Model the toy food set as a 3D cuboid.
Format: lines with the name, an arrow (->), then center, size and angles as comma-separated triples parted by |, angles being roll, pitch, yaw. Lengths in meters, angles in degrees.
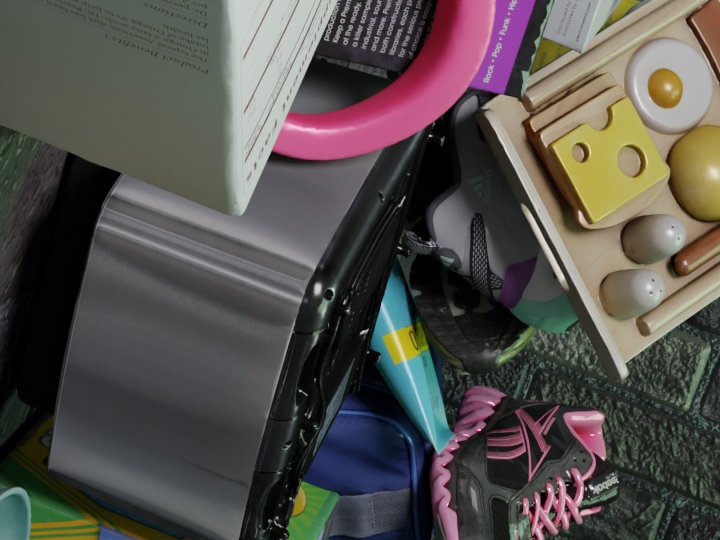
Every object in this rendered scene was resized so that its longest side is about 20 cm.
toy food set -> 0.161, -0.057, 1.330 | 0.200, 0.144, 0.060 | -32, -172, -28

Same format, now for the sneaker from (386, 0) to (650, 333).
sneaker -> 0.080, -0.080, 1.383 | 0.200, 0.140, 0.078 | -67, -173, -32

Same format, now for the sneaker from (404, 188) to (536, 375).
sneaker -> 0.064, 0.020, 1.461 | 0.200, 0.077, 0.089 | -90, 175, -67

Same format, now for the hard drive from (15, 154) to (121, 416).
hard drive -> -0.108, -0.031, 1.351 | 0.200, 0.033, 0.140 | -55, 165, -63

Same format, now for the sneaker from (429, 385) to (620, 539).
sneaker -> 0.090, 0.117, 1.478 | 0.200, 0.095, 0.079 | -63, 154, -65

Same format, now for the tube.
tube -> 0.000, 0.000, 1.413 | 0.050, 0.200, 0.077 | -25, 179, 14

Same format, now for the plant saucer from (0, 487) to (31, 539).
plant saucer -> -0.204, 0.184, 1.226 | 0.200, 0.036, 0.200 | 22, 90, -83

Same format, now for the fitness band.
fitness band -> -0.021, -0.136, 1.169 | 0.200, 0.143, 0.037 | 64, -7, -32

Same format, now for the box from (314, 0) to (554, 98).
box -> 0.002, -0.164, 1.207 | 0.036, 0.200, 0.143 | 48, -56, 58

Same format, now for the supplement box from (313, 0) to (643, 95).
supplement box -> 0.071, -0.112, 1.521 | 0.110, 0.200, 0.109 | 58, 53, -83

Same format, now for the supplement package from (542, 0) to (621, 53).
supplement package -> 0.053, -0.221, 1.353 | 0.191, 0.200, 0.147 | -47, 157, -71

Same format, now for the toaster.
toaster -> -0.055, 0.019, 1.277 | 0.200, 0.118, 0.181 | -62, 169, -50

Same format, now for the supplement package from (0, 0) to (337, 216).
supplement package -> -0.074, -0.126, 0.980 | 0.200, 0.117, 0.118 | 96, 16, -66

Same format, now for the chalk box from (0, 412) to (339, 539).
chalk box -> -0.091, 0.165, 1.367 | 0.124, 0.200, 0.125 | -54, 163, -66

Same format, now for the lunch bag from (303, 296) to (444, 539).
lunch bag -> -0.055, 0.097, 1.495 | 0.132, 0.199, 0.136 | -78, 165, -57
